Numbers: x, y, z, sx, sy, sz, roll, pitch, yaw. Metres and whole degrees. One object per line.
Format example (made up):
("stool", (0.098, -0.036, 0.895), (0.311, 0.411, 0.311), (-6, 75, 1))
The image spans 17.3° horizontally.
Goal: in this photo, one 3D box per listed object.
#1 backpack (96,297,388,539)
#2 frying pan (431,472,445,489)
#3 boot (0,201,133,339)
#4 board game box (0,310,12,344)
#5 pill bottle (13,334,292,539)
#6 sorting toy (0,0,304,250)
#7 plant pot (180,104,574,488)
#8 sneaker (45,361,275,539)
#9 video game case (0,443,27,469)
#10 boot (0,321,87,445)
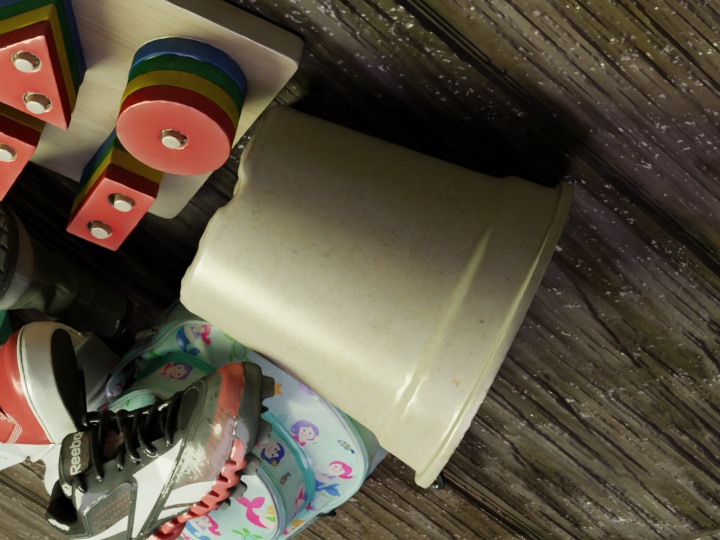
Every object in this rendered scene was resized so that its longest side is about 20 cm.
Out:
("backpack", (-0.068, 0.089, 1.537), (0.178, 0.151, 0.200), (47, 138, -5))
("frying pan", (0.034, 0.082, 1.619), (0.115, 0.031, 0.190), (-21, 132, 41))
("boot", (-0.200, 0.006, 1.513), (0.131, 0.068, 0.200), (24, 178, -20))
("board game box", (-0.339, 0.043, 1.634), (0.200, 0.045, 0.152), (16, 159, 1))
("pill bottle", (-0.149, 0.146, 1.659), (0.200, 0.113, 0.113), (45, 139, -6))
("sorting toy", (-0.167, -0.100, 1.388), (0.200, 0.070, 0.199), (24, 144, -16))
("plant pot", (0.000, 0.000, 1.396), (0.183, 0.201, 0.201), (26, 145, -1))
("sneaker", (-0.126, 0.114, 1.423), (0.098, 0.071, 0.200), (24, 135, -20))
("video game case", (-0.355, 0.109, 1.735), (0.200, 0.023, 0.182), (20, 164, -15))
("boot", (-0.249, 0.082, 1.496), (0.144, 0.073, 0.200), (-4, 167, -5))
